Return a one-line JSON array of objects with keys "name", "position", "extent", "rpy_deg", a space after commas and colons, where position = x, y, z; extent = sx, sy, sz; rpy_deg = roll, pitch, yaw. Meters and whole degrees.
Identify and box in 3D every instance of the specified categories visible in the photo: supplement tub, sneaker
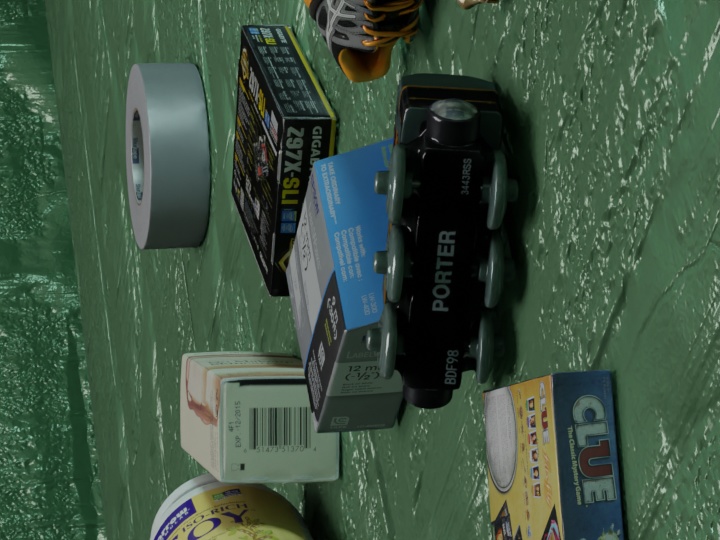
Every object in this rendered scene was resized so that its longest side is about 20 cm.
[{"name": "supplement tub", "position": [-0.099, 0.260, 1.891], "extent": [0.200, 0.144, 0.146], "rpy_deg": [-128, 38, -68]}, {"name": "sneaker", "position": [0.014, -0.185, 1.502], "extent": [0.200, 0.078, 0.078], "rpy_deg": [126, 127, -75]}]

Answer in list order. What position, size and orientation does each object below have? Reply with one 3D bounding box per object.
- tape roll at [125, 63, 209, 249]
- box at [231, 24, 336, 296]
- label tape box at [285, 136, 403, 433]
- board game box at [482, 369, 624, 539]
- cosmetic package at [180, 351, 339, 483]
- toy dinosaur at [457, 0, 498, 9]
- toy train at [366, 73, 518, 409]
[{"name": "tape roll", "position": [-0.210, -0.124, 2.487], "extent": [0.200, 0.066, 0.202], "rpy_deg": [177, 90, -77]}, {"name": "box", "position": [-0.066, -0.093, 1.901], "extent": [0.200, 0.049, 0.161], "rpy_deg": [-115, 29, -60]}, {"name": "label tape box", "position": [0.000, 0.000, 1.592], "extent": [0.201, 0.066, 0.144], "rpy_deg": [103, 160, -54]}, {"name": "board game box", "position": [0.105, 0.159, 1.226], "extent": [0.135, 0.034, 0.202], "rpy_deg": [152, 115, -76]}, {"name": "cosmetic package", "position": [-0.086, 0.120, 1.910], "extent": [0.200, 0.103, 0.088], "rpy_deg": [-168, 78, -75]}, {"name": "toy dinosaur", "position": [0.080, -0.221, 1.266], "extent": [0.200, 0.058, 0.102], "rpy_deg": [100, 149, -68]}, {"name": "toy train", "position": [0.047, -0.020, 1.364], "extent": [0.114, 0.085, 0.201], "rpy_deg": [-91, 3, -60]}]
